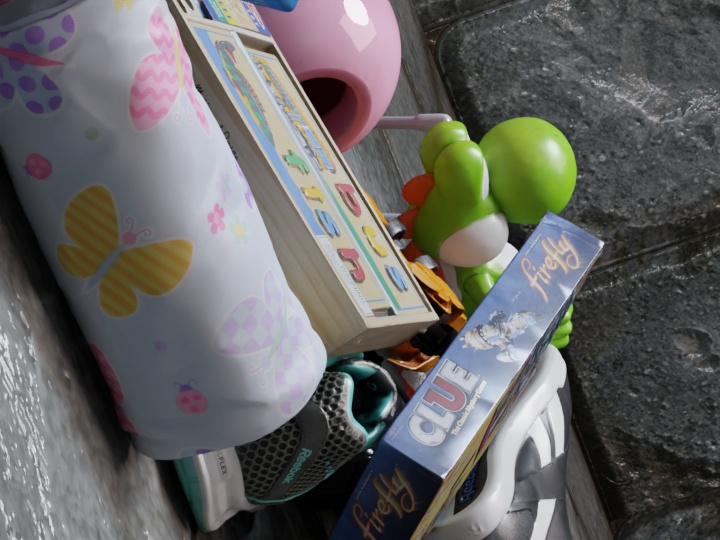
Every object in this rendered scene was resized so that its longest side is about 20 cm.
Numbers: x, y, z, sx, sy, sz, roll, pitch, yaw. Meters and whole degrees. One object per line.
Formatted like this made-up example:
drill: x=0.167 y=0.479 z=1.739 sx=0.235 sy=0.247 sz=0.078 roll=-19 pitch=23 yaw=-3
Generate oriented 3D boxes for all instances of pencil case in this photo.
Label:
pencil case: x=-0.081 y=-0.028 z=0.853 sx=0.091 sy=0.083 sz=0.201 roll=-71 pitch=143 yaw=-57

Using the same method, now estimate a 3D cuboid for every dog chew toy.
dog chew toy: x=-0.054 y=-0.151 z=1.262 sx=0.125 sy=0.124 sz=0.201 roll=63 pitch=4 yaw=-49

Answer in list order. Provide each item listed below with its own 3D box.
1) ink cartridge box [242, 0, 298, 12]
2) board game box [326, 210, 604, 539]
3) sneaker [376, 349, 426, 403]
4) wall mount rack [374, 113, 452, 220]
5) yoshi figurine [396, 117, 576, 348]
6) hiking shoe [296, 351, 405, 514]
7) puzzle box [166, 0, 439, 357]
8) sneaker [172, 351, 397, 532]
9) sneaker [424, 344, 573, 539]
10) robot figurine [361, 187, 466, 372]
ink cartridge box: x=-0.084 y=-0.206 z=0.830 sx=0.200 sy=0.144 sz=0.148 roll=39 pitch=71 yaw=-76
board game box: x=0.042 y=0.075 z=1.083 sx=0.200 sy=0.035 sz=0.136 roll=-50 pitch=169 yaw=-49
sneaker: x=0.011 y=0.054 z=1.418 sx=0.201 sy=0.067 sz=0.108 roll=52 pitch=23 yaw=-62
wall mount rack: x=-0.012 y=-0.085 z=1.389 sx=0.174 sy=0.075 sz=0.200 roll=44 pitch=-9 yaw=31
yoshi figurine: x=0.088 y=-0.013 z=1.327 sx=0.112 sy=0.112 sz=0.201 roll=-53 pitch=149 yaw=-31
hiking shoe: x=0.005 y=0.083 z=1.263 sx=0.200 sy=0.075 sz=0.101 roll=43 pitch=32 yaw=-74
puzzle box: x=-0.039 y=-0.054 z=0.997 sx=0.201 sy=0.025 sz=0.133 roll=59 pitch=13 yaw=7
sneaker: x=-0.025 y=0.066 z=1.013 sx=0.200 sy=0.091 sz=0.078 roll=-57 pitch=128 yaw=-81
sneaker: x=0.087 y=0.130 z=1.230 sx=0.112 sy=0.073 sz=0.200 roll=60 pitch=27 yaw=-16
robot figurine: x=0.000 y=0.000 z=1.186 sx=0.145 sy=0.058 sz=0.200 roll=48 pitch=5 yaw=11
